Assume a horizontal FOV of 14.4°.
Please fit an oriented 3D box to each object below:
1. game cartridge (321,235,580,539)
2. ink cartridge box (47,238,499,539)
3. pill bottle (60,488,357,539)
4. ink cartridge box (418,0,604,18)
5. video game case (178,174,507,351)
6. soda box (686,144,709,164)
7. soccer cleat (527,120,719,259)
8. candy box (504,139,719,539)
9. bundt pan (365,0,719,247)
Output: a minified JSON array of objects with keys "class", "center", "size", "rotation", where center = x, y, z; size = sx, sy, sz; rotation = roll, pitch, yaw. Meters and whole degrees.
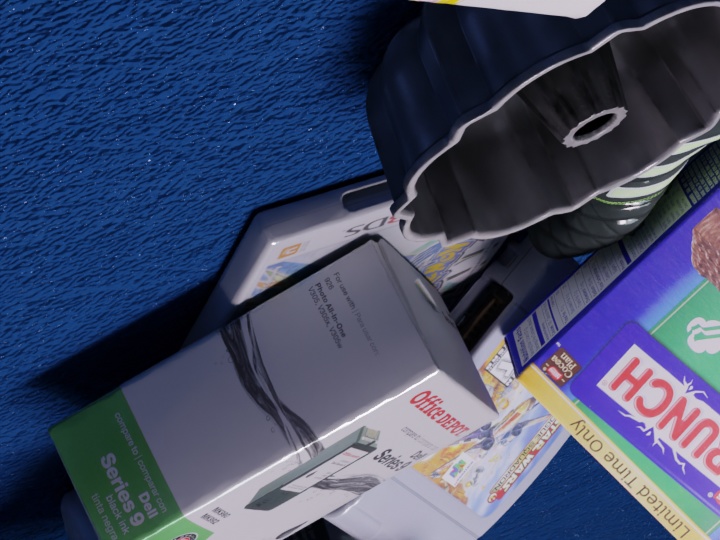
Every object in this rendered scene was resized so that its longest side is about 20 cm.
[{"class":"game cartridge","center":[0.069,0.080,1.621],"size":[0.200,0.042,0.133],"rotation":[-51,139,1]},{"class":"ink cartridge box","center":[-0.042,0.079,1.504],"size":[0.200,0.084,0.146],"rotation":[-30,162,8]},{"class":"pill bottle","center":[-0.064,0.148,1.678],"size":[0.200,0.120,0.120],"rotation":[-22,162,-12]},{"class":"ink cartridge box","center":[0.033,-0.178,0.863],"size":[0.147,0.145,0.200],"rotation":[-38,160,29]},{"class":"video game case","center":[0.000,0.000,1.518],"size":[0.182,0.022,0.200],"rotation":[-18,160,-26]},{"class":"soda box","center":[0.268,-0.091,1.580],"size":[0.068,0.064,0.200],"rotation":[-14,158,-35]},{"class":"soccer cleat","center":[0.142,-0.073,1.470],"size":[0.081,0.068,0.200],"rotation":[17,140,-35]},{"class":"candy box","center":[0.205,0.037,1.531],"size":[0.200,0.169,0.077],"rotation":[-44,-168,12]},{"class":"bundt pan","center":[0.089,-0.095,1.289],"size":[0.202,0.076,0.202],"rotation":[-24,163,-8]}]
